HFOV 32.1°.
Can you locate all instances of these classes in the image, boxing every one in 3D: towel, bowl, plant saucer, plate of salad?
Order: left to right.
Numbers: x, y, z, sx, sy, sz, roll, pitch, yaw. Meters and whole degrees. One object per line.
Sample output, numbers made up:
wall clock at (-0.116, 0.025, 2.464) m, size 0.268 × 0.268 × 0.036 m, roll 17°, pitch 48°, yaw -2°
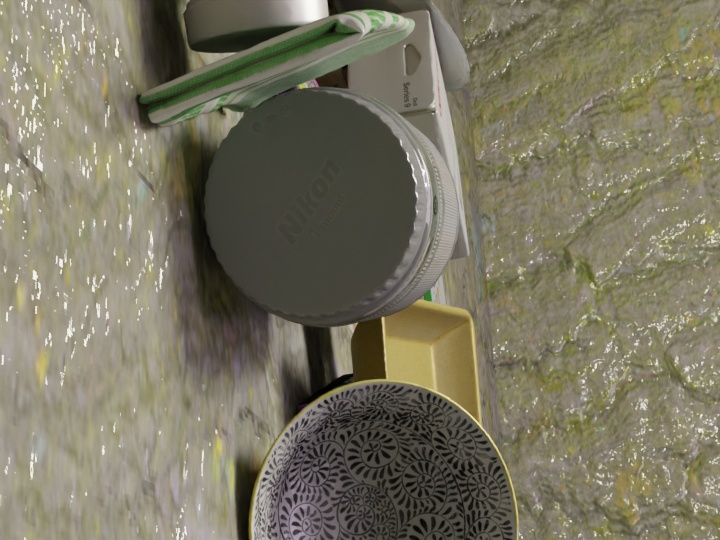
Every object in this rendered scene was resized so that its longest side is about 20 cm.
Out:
towel at (-0.046, -0.133, 0.816) m, size 0.200 × 0.151 × 0.024 m, roll -39°, pitch 108°, yaw -76°
bowl at (0.005, 0.184, 0.905) m, size 0.094 × 0.198 × 0.204 m, roll 153°, pitch -67°, yaw -69°
plate of salad at (0.037, -0.259, 1.263) m, size 0.048 × 0.199 × 0.200 m, roll -49°, pitch 154°, yaw -12°
plant saucer at (0.048, 0.129, 1.073) m, size 0.199 × 0.048 × 0.203 m, roll 14°, pitch 69°, yaw -61°

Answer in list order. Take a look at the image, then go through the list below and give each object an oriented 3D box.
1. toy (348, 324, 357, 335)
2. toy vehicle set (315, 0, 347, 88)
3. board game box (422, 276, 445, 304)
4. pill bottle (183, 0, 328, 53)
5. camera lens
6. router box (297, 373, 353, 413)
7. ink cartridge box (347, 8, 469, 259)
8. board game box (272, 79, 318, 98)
toy at (0.000, 0.000, 1.136) m, size 0.115 × 0.047 × 0.202 m, roll -55°, pitch 124°, yaw -76°
toy vehicle set at (-0.034, -0.223, 1.223) m, size 0.200 × 0.026 × 0.126 m, roll 57°, pitch 20°, yaw -69°
board game box at (0.083, -0.013, 1.746) m, size 0.153 × 0.040 × 0.203 m, roll -39°, pitch 122°, yaw -78°
pill bottle at (-0.078, -0.249, 0.808) m, size 0.116 × 0.115 × 0.203 m, roll -20°, pitch 102°, yaw -79°
camera lens at (-0.015, -0.042, 0.892) m, size 0.200 × 0.158 × 0.162 m, roll 0°, pitch 83°, yaw -80°
router box at (-0.002, 0.176, 1.122) m, size 0.200 × 0.050 × 0.151 m, roll -12°, pitch 93°, yaw -80°
ink cartridge box at (0.046, -0.125, 1.203) m, size 0.201 × 0.086 × 0.147 m, roll 75°, pitch 10°, yaw -49°
board game box at (-0.021, -0.090, 1.063) m, size 0.202 × 0.032 × 0.120 m, roll 61°, pitch 14°, yaw 1°
